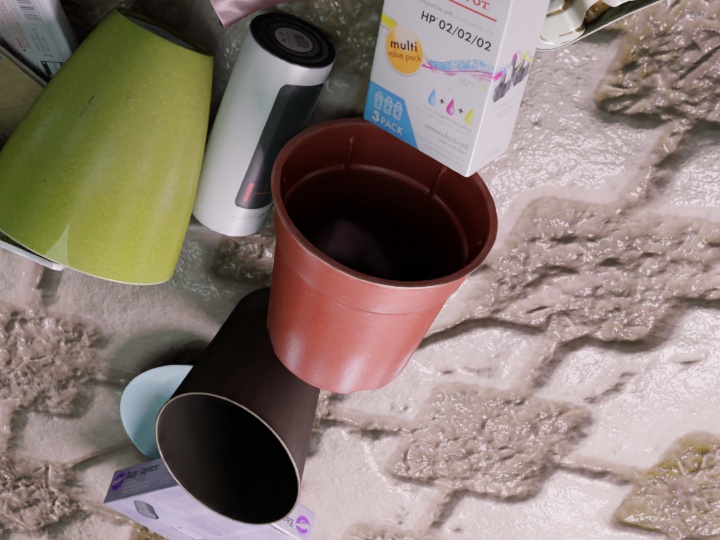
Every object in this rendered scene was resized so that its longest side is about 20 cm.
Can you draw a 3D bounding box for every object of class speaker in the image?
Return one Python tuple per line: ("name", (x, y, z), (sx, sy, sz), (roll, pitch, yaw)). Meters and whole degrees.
("speaker", (-0.094, -0.127, 0.921), (0.081, 0.081, 0.200), (25, 128, -5))

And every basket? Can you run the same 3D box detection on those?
("basket", (-0.105, 0.124, 1.037), (0.136, 0.200, 0.181), (-9, 123, 21))

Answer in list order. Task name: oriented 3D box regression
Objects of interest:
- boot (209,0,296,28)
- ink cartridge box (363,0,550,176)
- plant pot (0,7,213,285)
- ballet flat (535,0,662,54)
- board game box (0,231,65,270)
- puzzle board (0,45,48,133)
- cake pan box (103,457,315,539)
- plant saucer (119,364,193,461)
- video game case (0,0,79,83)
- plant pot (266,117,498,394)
("boot", (-0.058, -0.290, 0.757), (0.166, 0.072, 0.200), (-21, 132, -7))
("ink cartridge box", (0.078, -0.193, 0.809), (0.115, 0.068, 0.201), (32, 133, 25))
("plant pot", (-0.212, -0.120, 0.899), (0.187, 0.187, 0.200), (26, 105, -6))
("ballet flat", (0.180, -0.217, 0.794), (0.200, 0.064, 0.067), (-23, 118, 28))
("board game box", (-0.355, -0.065, 0.969), (0.199, 0.200, 0.026), (24, 96, -7))
("puzzle board", (-0.384, -0.173, 0.948), (0.199, 0.017, 0.151), (-5, 153, 25))
("cake pan box", (-0.181, 0.293, 1.239), (0.184, 0.052, 0.200), (-21, 132, 41))
("plant saucer", (-0.183, 0.175, 1.198), (0.200, 0.039, 0.202), (7, 129, 8))
("video game case", (-0.343, -0.217, 0.883), (0.181, 0.024, 0.200), (6, 157, 3))
("plant pot", (0.000, 0.000, 0.934), (0.200, 0.201, 0.196), (19, 136, -1))
